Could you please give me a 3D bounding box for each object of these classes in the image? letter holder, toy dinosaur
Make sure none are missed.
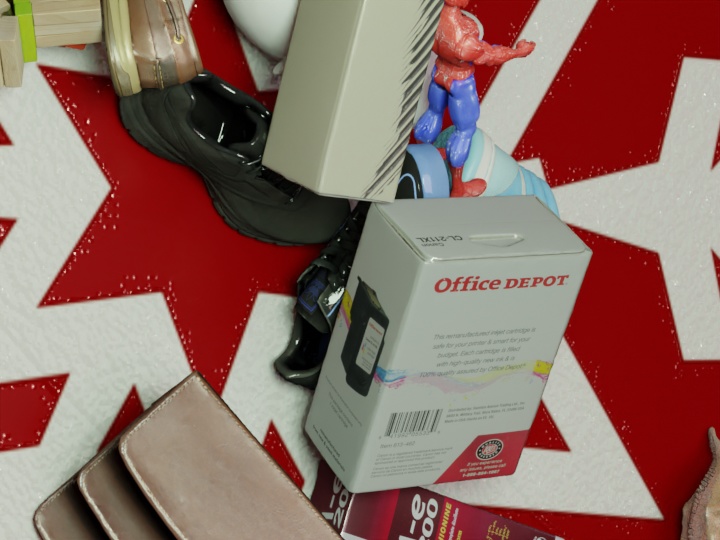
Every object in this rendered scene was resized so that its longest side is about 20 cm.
[{"bbox_3d":[-0.109,0.196,1.606,0.142,0.101,0.200,-42,92,-24],"label":"letter holder"},{"bbox_3d":[0.288,0.229,1.910,0.135,0.086,0.201,-5,86,-26],"label":"toy dinosaur"}]

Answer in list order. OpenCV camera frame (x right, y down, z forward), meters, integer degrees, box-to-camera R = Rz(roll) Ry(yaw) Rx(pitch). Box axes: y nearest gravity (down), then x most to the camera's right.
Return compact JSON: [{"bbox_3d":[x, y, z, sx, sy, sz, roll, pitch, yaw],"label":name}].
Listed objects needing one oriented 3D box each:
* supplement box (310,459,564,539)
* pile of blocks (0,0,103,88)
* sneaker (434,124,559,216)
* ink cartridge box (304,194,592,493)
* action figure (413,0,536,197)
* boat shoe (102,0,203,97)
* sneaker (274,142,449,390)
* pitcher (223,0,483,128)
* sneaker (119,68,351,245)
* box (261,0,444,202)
[{"bbox_3d":[0.049,0.223,1.764,0.200,0.061,0.109,22,78,-30],"label":"supplement box"},{"bbox_3d":[-0.260,-0.149,1.580,0.200,0.082,0.062,-27,147,-21],"label":"pile of blocks"},{"bbox_3d":[0.090,0.003,1.786,0.130,0.079,0.201,26,82,-35],"label":"sneaker"},{"bbox_3d":[0.061,0.050,1.671,0.145,0.083,0.200,-3,124,-31],"label":"ink cartridge box"},{"bbox_3d":[0.083,-0.147,1.666,0.099,0.065,0.200,-40,151,-24],"label":"action figure"},{"bbox_3d":[-0.144,-0.217,1.616,0.067,0.072,0.201,-5,75,-1],"label":"boat shoe"},{"bbox_3d":[0.000,0.000,1.696,0.078,0.070,0.201,3,114,-37],"label":"sneaker"},{"bbox_3d":[-0.019,-0.166,1.693,0.200,0.121,0.172,36,65,-38],"label":"pitcher"},{"bbox_3d":[-0.078,-0.079,1.669,0.200,0.091,0.076,34,71,-30],"label":"sneaker"},{"bbox_3d":[0.000,-0.153,1.595,0.068,0.082,0.201,6,105,-35],"label":"box"}]
